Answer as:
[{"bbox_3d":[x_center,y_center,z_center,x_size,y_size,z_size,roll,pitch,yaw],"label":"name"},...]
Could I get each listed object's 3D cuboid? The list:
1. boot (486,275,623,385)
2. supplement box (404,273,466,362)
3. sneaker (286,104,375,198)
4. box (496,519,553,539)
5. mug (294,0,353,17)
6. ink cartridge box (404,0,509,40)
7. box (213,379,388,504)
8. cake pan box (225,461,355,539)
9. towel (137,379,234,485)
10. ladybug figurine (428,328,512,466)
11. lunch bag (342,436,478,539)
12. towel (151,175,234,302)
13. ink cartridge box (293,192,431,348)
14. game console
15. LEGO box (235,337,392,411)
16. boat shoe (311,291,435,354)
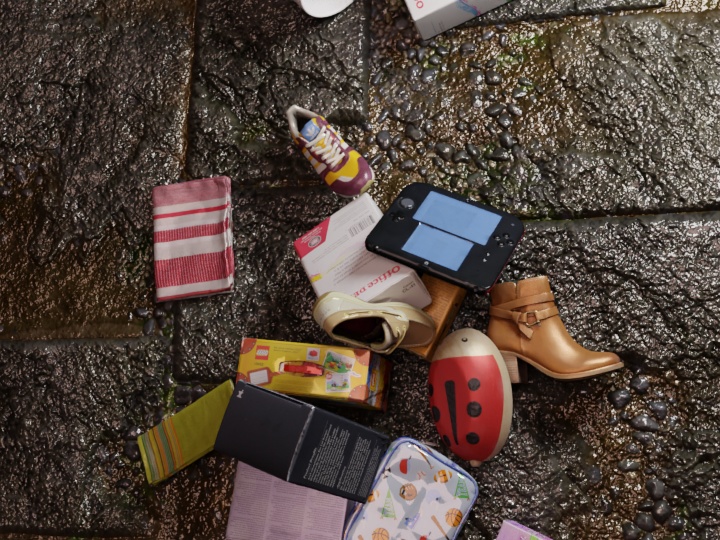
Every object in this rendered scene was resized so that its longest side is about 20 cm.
[{"bbox_3d":[0.280,0.085,1.513,0.198,0.074,0.157,-4,80,17],"label":"boot"},{"bbox_3d":[0.121,0.035,1.577,0.068,0.067,0.202,22,83,19],"label":"supplement box"},{"bbox_3d":[-0.056,-0.189,1.636,0.075,0.090,0.200,-45,49,-1],"label":"sneaker"},{"bbox_3d":[0.257,0.468,1.422,0.198,0.097,0.177,22,84,18],"label":"box"},{"bbox_3d":[-0.069,-0.547,1.738,0.199,0.148,0.176,-28,61,-24],"label":"mug"},{"bbox_3d":[0.158,-0.489,1.680,0.198,0.087,0.147,-23,73,11],"label":"ink cartridge box"},{"bbox_3d":[-0.080,0.240,1.441,0.147,0.200,0.105,14,80,39],"label":"box"},{"bbox_3d":[-0.103,0.330,1.578,0.198,0.052,0.186,3,76,16],"label":"cake pan box"},{"bbox_3d":[-0.269,0.256,1.633,0.199,0.018,0.087,-33,65,18],"label":"towel"},{"bbox_3d":[0.153,0.186,1.510,0.135,0.072,0.202,-16,78,38],"label":"ladybug figurine"},{"bbox_3d":[0.070,0.345,1.498,0.159,0.076,0.201,30,85,4],"label":"lunch bag"},{"bbox_3d":[-0.282,-0.054,1.732,0.143,0.023,0.202,-8,75,14],"label":"towel"},{"bbox_3d":[0.000,0.000,1.570,0.147,0.086,0.201,-33,46,5],"label":"ink cartridge box"},{"bbox_3d":[0.128,-0.052,1.517,0.198,0.031,0.177,21,41,17],"label":"game console"},{"bbox_3d":[-0.066,0.158,1.555,0.198,0.149,0.078,4,78,16],"label":"LEGO box"},{"bbox_3d":[0.026,0.085,1.465,0.074,0.198,0.067,-64,32,27],"label":"boat shoe"}]
